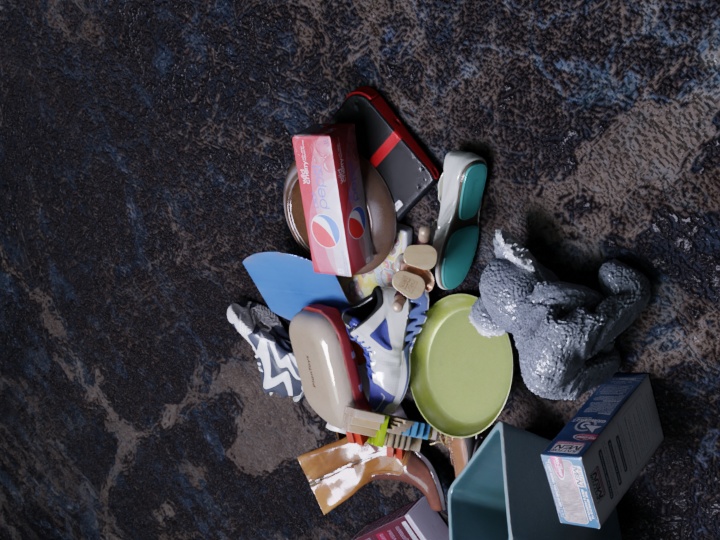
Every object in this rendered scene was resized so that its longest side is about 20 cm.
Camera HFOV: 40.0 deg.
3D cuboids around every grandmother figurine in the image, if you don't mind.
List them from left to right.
[{"bbox_3d":[0.074,0.000,1.345,0.060,0.200,0.122,32,96,2],"label":"grandmother figurine"}]

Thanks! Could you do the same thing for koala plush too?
[{"bbox_3d":[0.226,0.049,1.254,0.200,0.182,0.179,41,136,31],"label":"koala plush"}]

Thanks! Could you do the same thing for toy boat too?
[{"bbox_3d":[-0.023,0.141,1.539,0.130,0.129,0.203,11,118,57],"label":"toy boat"}]

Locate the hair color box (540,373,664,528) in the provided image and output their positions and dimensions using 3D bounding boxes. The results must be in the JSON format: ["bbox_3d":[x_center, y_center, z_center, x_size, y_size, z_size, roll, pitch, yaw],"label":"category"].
[{"bbox_3d":[0.308,0.221,1.246,0.060,0.199,0.102,-4,112,42],"label":"hair color box"}]

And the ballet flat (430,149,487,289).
[{"bbox_3d":[0.127,-0.073,1.341,0.069,0.069,0.203,26,126,27],"label":"ballet flat"}]

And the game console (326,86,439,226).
[{"bbox_3d":[0.004,-0.142,1.414,0.177,0.031,0.200,50,131,5],"label":"game console"}]

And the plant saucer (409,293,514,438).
[{"bbox_3d":[0.148,0.136,1.411,0.198,0.031,0.204,-7,80,46],"label":"plant saucer"}]

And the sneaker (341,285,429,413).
[{"bbox_3d":[0.021,0.103,1.455,0.081,0.113,0.203,-121,41,-64],"label":"sneaker"}]

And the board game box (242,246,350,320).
[{"bbox_3d":[-0.087,0.019,1.539,0.155,0.039,0.201,5,146,24],"label":"board game box"}]

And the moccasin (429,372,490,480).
[{"bbox_3d":[0.150,0.243,1.493,0.077,0.073,0.205,8,119,41],"label":"moccasin"}]

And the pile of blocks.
[{"bbox_3d":[0.052,0.251,1.481,0.081,0.198,0.063,6,81,48],"label":"pile of blocks"}]

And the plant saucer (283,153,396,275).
[{"bbox_3d":[-0.039,-0.082,1.436,0.198,0.032,0.203,17,122,30],"label":"plant saucer"}]

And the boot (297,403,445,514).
[{"bbox_3d":[0.021,0.338,1.584,0.198,0.068,0.190,-30,94,3],"label":"boot"}]

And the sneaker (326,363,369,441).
[{"bbox_3d":[-0.019,0.216,1.622,0.072,0.084,0.203,10,119,39],"label":"sneaker"}]

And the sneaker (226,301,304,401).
[{"bbox_3d":[-0.161,0.151,1.711,0.197,0.079,0.131,30,123,12],"label":"sneaker"}]

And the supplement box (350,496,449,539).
[{"bbox_3d":[0.073,0.476,1.710,0.110,0.061,0.200,54,136,3],"label":"supplement box"}]

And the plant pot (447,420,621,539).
[{"bbox_3d":[0.250,0.362,1.379,0.197,0.198,0.198,14,135,-13],"label":"plant pot"}]

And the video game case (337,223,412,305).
[{"bbox_3d":[0.000,0.000,1.519,0.180,0.023,0.203,21,127,31],"label":"video game case"}]

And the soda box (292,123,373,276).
[{"bbox_3d":[-0.037,-0.098,1.364,0.069,0.063,0.203,6,116,34],"label":"soda box"}]
